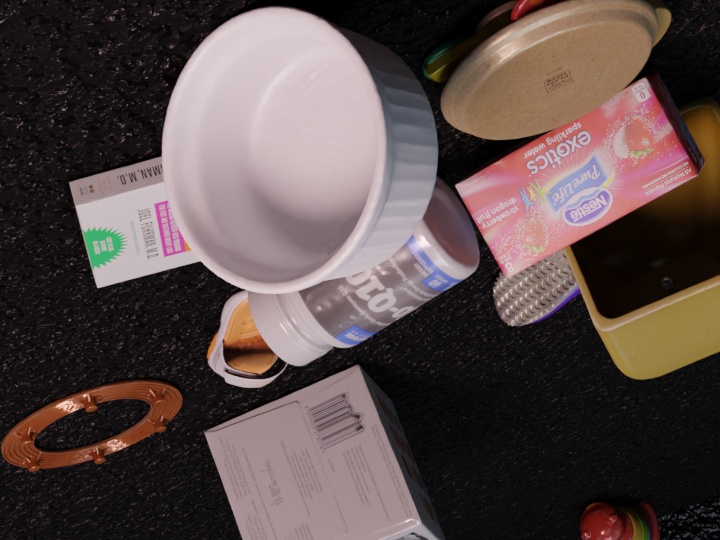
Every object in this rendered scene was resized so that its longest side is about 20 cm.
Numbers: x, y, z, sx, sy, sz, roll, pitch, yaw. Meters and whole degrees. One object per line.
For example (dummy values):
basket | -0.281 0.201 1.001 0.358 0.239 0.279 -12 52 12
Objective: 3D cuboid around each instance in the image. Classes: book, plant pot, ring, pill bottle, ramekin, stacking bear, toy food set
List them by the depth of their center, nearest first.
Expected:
ramekin | -0.040 -0.085 1.312 0.200 0.202 0.097 -34 162 29
toy food set | 0.154 -0.175 1.476 0.199 0.049 0.197 -30 157 21
book | -0.134 -0.058 1.493 0.198 0.048 0.134 -16 154 -8
pill bottle | 0.000 0.000 1.652 0.199 0.115 0.113 -32 156 25
plant pot | 0.301 -0.005 1.750 0.192 0.197 0.201 -23 144 4
ring | -0.282 0.169 1.914 0.198 0.019 0.201 -18 157 -8
stacking bear | 0.443 0.457 3.158 0.121 0.115 0.200 -28 153 17

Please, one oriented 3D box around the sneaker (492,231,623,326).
sneaker | 0.233 -0.001 1.929 0.099 0.070 0.200 0 150 -48

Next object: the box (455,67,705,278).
box | 0.197 -0.087 1.612 0.199 0.100 0.095 -29 -176 18

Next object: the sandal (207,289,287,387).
sandal | -0.109 0.081 1.812 0.078 0.060 0.207 -16 158 -12

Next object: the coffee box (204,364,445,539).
coffee box | -0.035 0.257 2.104 0.198 0.201 0.198 -24 159 5
